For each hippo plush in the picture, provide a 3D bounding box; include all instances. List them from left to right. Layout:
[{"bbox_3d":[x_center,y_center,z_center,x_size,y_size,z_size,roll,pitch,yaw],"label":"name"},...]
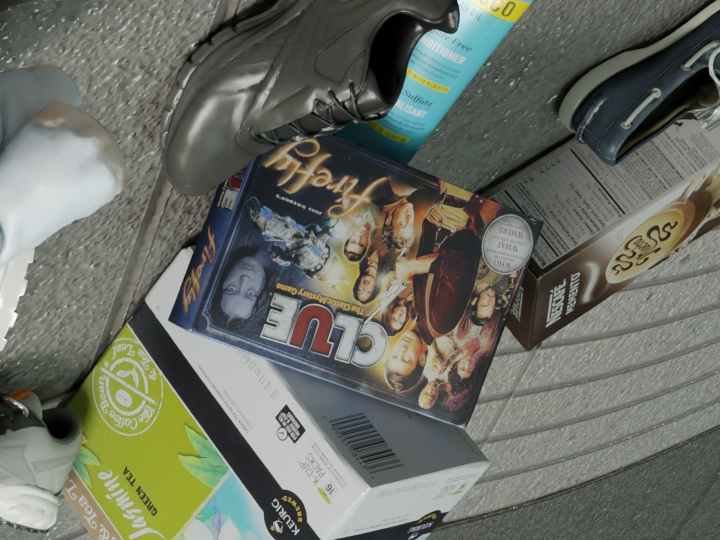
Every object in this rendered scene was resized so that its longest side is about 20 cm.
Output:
[{"bbox_3d":[-0.222,-0.068,1.111,0.200,0.159,0.161,-45,130,-23],"label":"hippo plush"}]

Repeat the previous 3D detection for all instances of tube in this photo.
[{"bbox_3d":[0.048,-0.139,1.431,0.200,0.077,0.051,-57,-169,39],"label":"tube"}]

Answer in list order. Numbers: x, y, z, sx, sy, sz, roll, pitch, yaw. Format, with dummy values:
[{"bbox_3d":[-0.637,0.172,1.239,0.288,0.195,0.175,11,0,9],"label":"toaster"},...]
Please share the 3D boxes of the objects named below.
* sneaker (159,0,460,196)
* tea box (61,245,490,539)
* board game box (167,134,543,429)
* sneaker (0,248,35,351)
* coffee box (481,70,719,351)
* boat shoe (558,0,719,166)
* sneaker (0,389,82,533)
[{"bbox_3d":[-0.029,-0.105,1.340,0.200,0.091,0.076,-45,157,19],"label":"sneaker"},{"bbox_3d":[-0.065,0.117,1.552,0.133,0.200,0.197,-7,141,-52],"label":"tea box"},{"bbox_3d":[0.000,0.000,1.453,0.199,0.035,0.136,20,91,-29],"label":"board game box"},{"bbox_3d":[-0.231,0.021,1.302,0.080,0.077,0.201,17,115,-21],"label":"sneaker"},{"bbox_3d":[0.178,-0.045,1.766,0.199,0.080,0.113,-32,157,-15],"label":"coffee box"},{"bbox_3d":[0.229,-0.135,1.700,0.199,0.062,0.075,-27,153,-26],"label":"boat shoe"},{"bbox_3d":[-0.234,0.100,1.458,0.080,0.074,0.200,-62,154,3],"label":"sneaker"}]
